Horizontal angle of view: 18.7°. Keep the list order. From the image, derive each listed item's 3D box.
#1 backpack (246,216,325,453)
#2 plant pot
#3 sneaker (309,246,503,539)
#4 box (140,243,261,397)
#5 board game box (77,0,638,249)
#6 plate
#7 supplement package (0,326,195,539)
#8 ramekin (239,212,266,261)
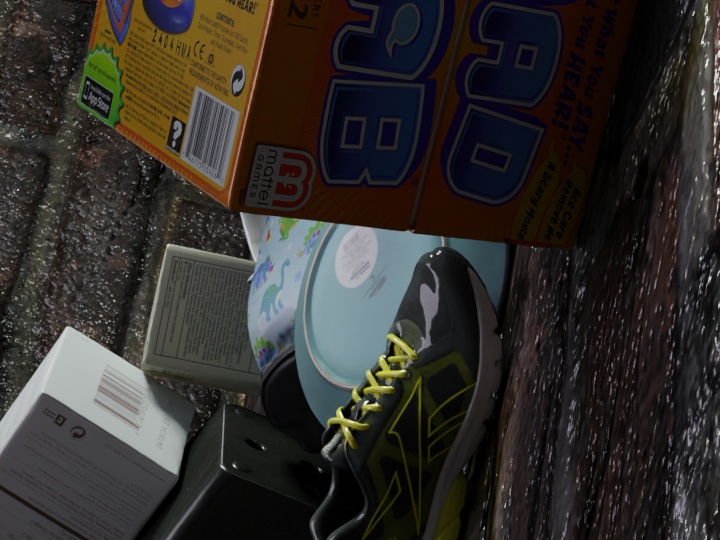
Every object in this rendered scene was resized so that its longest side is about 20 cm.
[{"bbox_3d":[0.000,0.000,1.505,0.163,0.154,0.200,-31,25,46],"label":"backpack"},{"bbox_3d":[-0.069,0.212,1.536,0.200,0.199,0.178,-97,32,-74],"label":"plant pot"},{"bbox_3d":[0.024,0.085,1.248,0.074,0.084,0.201,30,114,62],"label":"sneaker"},{"bbox_3d":[-0.056,0.049,1.612,0.078,0.199,0.095,130,152,-78],"label":"box"},{"bbox_3d":[0.000,-0.142,1.107,0.200,0.199,0.200,34,114,56],"label":"board game box"},{"bbox_3d":[0.015,0.011,1.356,0.200,0.026,0.201,-24,58,45],"label":"plate"},{"bbox_3d":[-0.223,0.165,1.571,0.200,0.117,0.117,-53,12,20],"label":"supplement package"},{"bbox_3d":[-0.025,-0.072,1.768,0.200,0.105,0.201,170,90,-71],"label":"ramekin"}]
